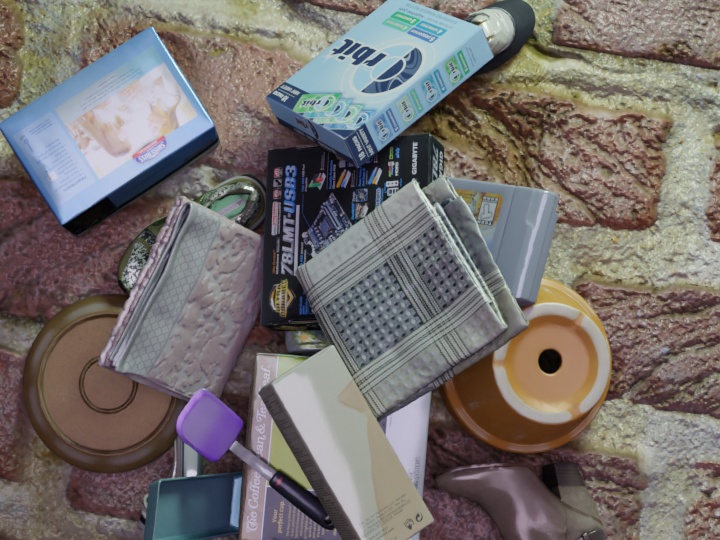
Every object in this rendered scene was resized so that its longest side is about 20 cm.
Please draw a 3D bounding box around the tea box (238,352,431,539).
[{"bbox_3d":[-0.030,0.198,1.405,0.194,0.134,0.203,6,85,-5],"label":"tea box"}]

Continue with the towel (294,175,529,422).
[{"bbox_3d":[0.048,0.025,1.303,0.199,0.034,0.194,-34,67,13],"label":"towel"}]

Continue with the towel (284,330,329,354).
[{"bbox_3d":[0.000,0.000,1.465,0.169,0.048,0.203,3,86,-5],"label":"towel"}]

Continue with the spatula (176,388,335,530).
[{"bbox_3d":[-0.103,0.203,1.323,0.199,0.021,0.057,38,81,0],"label":"spatula"}]

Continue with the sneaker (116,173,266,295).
[{"bbox_3d":[-0.190,-0.044,1.432,0.199,0.089,0.077,-37,89,-6],"label":"sneaker"}]

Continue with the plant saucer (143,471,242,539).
[{"bbox_3d":[-0.175,0.252,1.368,0.019,0.200,0.071,3,85,20],"label":"plant saucer"}]

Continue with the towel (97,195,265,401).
[{"bbox_3d":[-0.174,0.039,1.389,0.032,0.191,0.202,24,87,34],"label":"towel"}]

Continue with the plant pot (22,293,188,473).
[{"bbox_3d":[-0.282,0.127,1.446,0.197,0.027,0.203,0,87,-4],"label":"plant pot"}]

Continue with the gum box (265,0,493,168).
[{"bbox_3d":[0.018,-0.212,1.412,0.200,0.170,0.045,-40,129,-13],"label":"gum box"}]

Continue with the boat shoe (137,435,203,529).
[{"bbox_3d":[-0.212,0.272,1.422,0.069,0.071,0.203,4,90,-2],"label":"boat shoe"}]

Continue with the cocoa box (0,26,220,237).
[{"bbox_3d":[-0.271,-0.148,1.412,0.199,0.131,0.134,-34,89,-6],"label":"cocoa box"}]

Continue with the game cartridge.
[{"bbox_3d":[0.111,-0.029,1.370,0.041,0.198,0.135,25,79,-46],"label":"game cartridge"}]

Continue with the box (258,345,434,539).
[{"bbox_3d":[-0.017,0.184,1.290,0.077,0.095,0.202,-29,88,-16],"label":"box"}]

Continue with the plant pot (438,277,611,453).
[{"bbox_3d":[0.190,0.102,1.403,0.197,0.183,0.203,0,86,-4],"label":"plant pot"}]

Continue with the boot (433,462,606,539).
[{"bbox_3d":[0.183,0.291,1.436,0.197,0.070,0.148,0,72,-14],"label":"boot"}]

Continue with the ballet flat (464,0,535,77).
[{"bbox_3d":[0.121,-0.255,1.481,0.198,0.073,0.074,-29,89,-6],"label":"ballet flat"}]

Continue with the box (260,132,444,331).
[{"bbox_3d":[-0.010,-0.039,1.388,0.196,0.050,0.203,-5,76,24],"label":"box"}]
